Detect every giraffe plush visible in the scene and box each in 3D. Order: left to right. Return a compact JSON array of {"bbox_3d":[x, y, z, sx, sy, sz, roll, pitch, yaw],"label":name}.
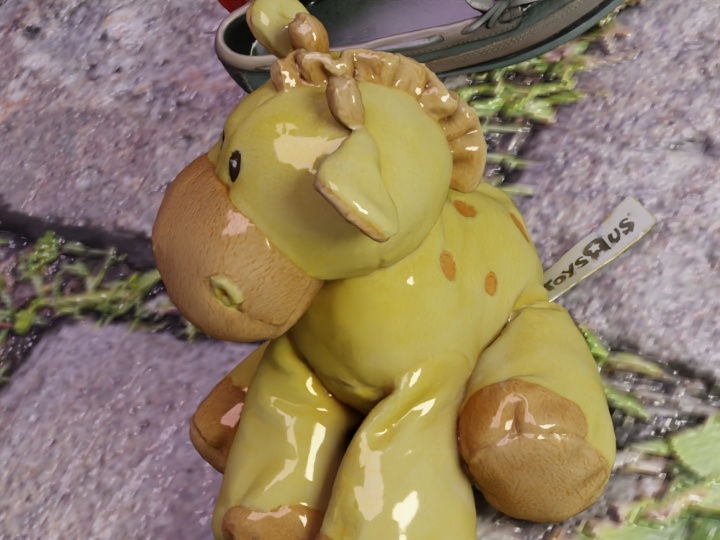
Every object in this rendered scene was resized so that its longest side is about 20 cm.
[{"bbox_3d":[0.000,0.000,0.852,0.173,0.162,0.200,23,69,45],"label":"giraffe plush"}]

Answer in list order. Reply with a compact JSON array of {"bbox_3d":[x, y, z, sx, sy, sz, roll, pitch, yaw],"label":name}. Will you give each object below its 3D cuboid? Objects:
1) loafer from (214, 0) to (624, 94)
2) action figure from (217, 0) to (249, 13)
[{"bbox_3d":[0.034,-0.116,0.997,0.200,0.063,0.072,-25,69,18],"label":"loafer"},{"bbox_3d":[-0.030,-0.215,1.121,0.065,0.099,0.200,-9,46,27],"label":"action figure"}]
